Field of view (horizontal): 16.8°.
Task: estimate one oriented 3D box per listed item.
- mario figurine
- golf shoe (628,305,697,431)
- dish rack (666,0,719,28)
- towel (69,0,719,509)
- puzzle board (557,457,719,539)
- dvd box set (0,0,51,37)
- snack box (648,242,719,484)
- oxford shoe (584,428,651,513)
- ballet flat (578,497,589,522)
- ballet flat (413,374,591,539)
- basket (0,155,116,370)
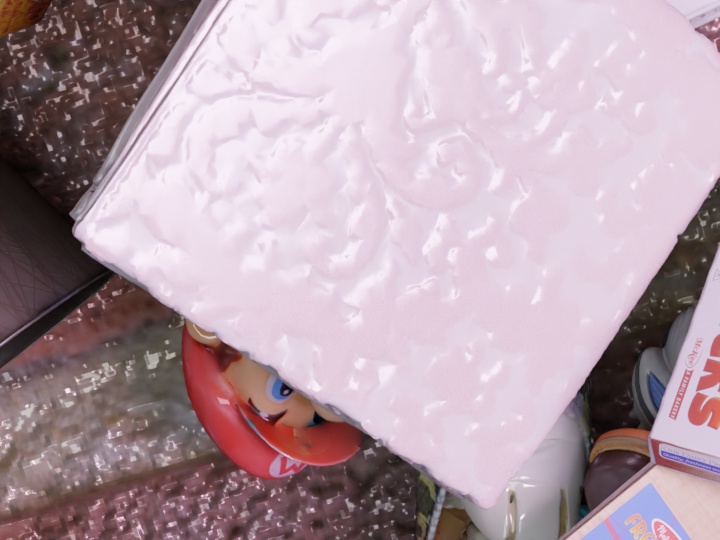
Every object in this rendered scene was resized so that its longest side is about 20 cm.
[{"bbox_3d":[0.000,0.000,0.912,0.123,0.106,0.200,23,117,1],"label":"mario figurine"},{"bbox_3d":[0.195,0.085,0.911,0.200,0.078,0.097,47,120,-3],"label":"golf shoe"},{"bbox_3d":[0.095,-0.162,0.857,0.171,0.044,0.200,-24,124,15],"label":"dish rack"},{"bbox_3d":[0.023,-0.041,0.846,0.200,0.032,0.191,36,86,-27],"label":"towel"},{"bbox_3d":[0.175,0.134,0.870,0.151,0.017,0.200,-38,97,-12],"label":"puzzle board"},{"bbox_3d":[-0.125,-0.144,0.864,0.029,0.200,0.147,29,105,3],"label":"dvd box set"},{"bbox_3d":[0.167,-0.012,0.864,0.072,0.024,0.200,15,64,17],"label":"snack box"},{"bbox_3d":[0.131,0.152,0.890,0.071,0.073,0.200,-21,101,52],"label":"oxford shoe"},{"bbox_3d":[0.119,0.185,0.966,0.073,0.073,0.201,-3,92,11],"label":"ballet flat"},{"bbox_3d":[0.050,0.103,0.933,0.069,0.071,0.200,7,118,-14],"label":"ballet flat"},{"bbox_3d":[-0.224,-0.026,0.948,0.180,0.136,0.200,-38,90,12],"label":"basket"}]
